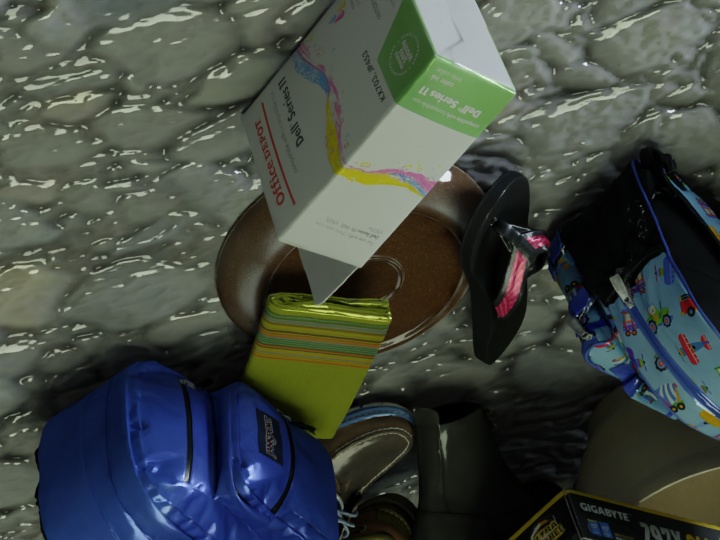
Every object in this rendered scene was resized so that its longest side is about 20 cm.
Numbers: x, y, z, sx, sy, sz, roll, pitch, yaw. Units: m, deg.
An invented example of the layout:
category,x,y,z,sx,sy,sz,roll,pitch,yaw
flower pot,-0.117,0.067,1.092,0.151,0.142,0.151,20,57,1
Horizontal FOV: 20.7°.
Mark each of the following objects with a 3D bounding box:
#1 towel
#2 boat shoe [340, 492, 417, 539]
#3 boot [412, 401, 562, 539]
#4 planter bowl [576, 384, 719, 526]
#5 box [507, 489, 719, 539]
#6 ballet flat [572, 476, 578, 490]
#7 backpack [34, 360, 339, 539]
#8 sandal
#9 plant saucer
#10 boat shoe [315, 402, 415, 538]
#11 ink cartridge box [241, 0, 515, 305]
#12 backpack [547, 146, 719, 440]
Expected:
category,x,y,z,sx,sy,sz,roll,pitch,yaw
towel,-0.040,0.069,1.400,0.086,0.018,0.200,7,150,-10
boat shoe,-0.041,0.246,1.560,0.200,0.068,0.072,-41,92,23
boot,0.109,0.158,1.557,0.077,0.139,0.200,2,-170,30
planter bowl,0.257,0.163,1.567,0.200,0.135,0.200,-9,139,-8
box,0.184,0.245,1.494,0.200,0.049,0.160,17,131,-34
ballet flat,0.227,0.232,1.692,0.070,0.067,0.200,-25,141,36
backpack,-0.123,0.155,1.397,0.168,0.163,0.200,-37,126,18
sandal,0.108,0.002,1.381,0.075,0.045,0.200,-48,153,-25
plant saucer,0.000,0.000,1.370,0.200,0.032,0.200,-12,140,-10
boat shoe,-0.035,0.178,1.518,0.200,0.072,0.072,-36,137,18
ink cartridge box,-0.005,-0.086,1.204,0.067,0.117,0.200,19,126,-35
backpack,0.239,0.041,1.378,0.182,0.200,0.135,25,123,-40
